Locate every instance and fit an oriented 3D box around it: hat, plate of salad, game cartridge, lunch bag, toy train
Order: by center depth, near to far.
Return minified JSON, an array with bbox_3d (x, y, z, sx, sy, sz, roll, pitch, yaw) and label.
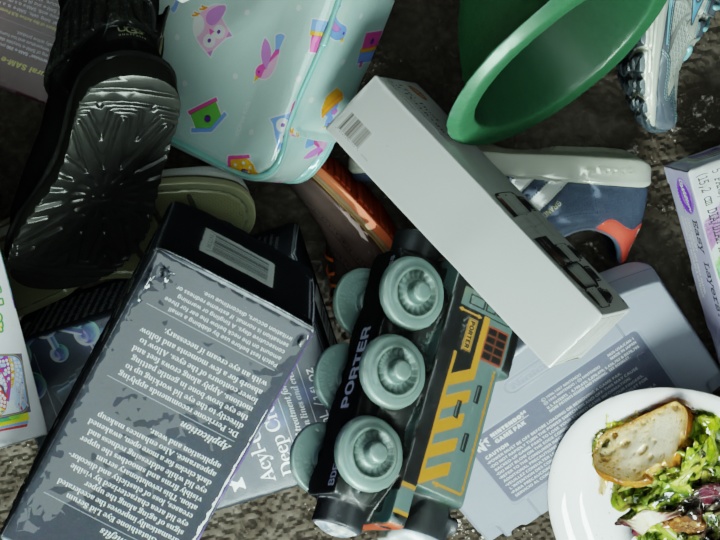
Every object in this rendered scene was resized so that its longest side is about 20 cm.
[{"bbox_3d":[0.078,-0.195,1.202,0.166,0.200,0.176,-45,73,25],"label":"hat"},{"bbox_3d":[0.032,0.077,1.227,0.114,0.085,0.201,25,69,-25],"label":"toy train"},{"bbox_3d":[-0.069,-0.167,1.248,0.160,0.077,0.200,25,99,26],"label":"lunch bag"},{"bbox_3d":[0.212,0.170,1.289,0.200,0.048,0.201,12,119,22],"label":"plate of salad"},{"bbox_3d":[0.133,0.085,1.321,0.200,0.041,0.133,-34,128,5],"label":"game cartridge"}]

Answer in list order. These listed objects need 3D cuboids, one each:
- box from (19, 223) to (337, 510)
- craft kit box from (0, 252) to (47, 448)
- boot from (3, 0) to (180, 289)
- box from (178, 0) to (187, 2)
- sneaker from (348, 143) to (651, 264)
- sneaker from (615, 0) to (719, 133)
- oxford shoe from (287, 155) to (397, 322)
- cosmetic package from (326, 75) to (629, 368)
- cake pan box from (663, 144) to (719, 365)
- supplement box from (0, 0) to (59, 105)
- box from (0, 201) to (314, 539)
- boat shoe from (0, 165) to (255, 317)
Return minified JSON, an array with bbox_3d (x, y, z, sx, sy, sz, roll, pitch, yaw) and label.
[{"bbox_3d":[-0.113,0.075,1.304,0.199,0.107,0.149,-18,102,4],"label":"box"},{"bbox_3d":[-0.262,0.011,1.230,0.048,0.200,0.198,-13,93,-24],"label":"craft kit box"},{"bbox_3d":[-0.165,-0.104,1.198,0.079,0.158,0.211,7,137,-27],"label":"boot"},{"bbox_3d":[-0.123,-0.272,1.138,0.200,0.109,0.128,41,54,16],"label":"box"},{"bbox_3d":[0.090,-0.041,1.299,0.199,0.075,0.085,5,101,-1],"label":"sneaker"},{"bbox_3d":[0.213,-0.186,1.270,0.086,0.078,0.201,2,103,-6],"label":"sneaker"},{"bbox_3d":[0.000,0.000,1.309,0.072,0.071,0.200,-36,101,10],"label":"oxford shoe"},{"bbox_3d":[0.073,-0.032,1.202,0.051,0.083,0.200,-45,78,13],"label":"cosmetic package"},{"bbox_3d":[0.313,-0.013,1.305,0.184,0.052,0.201,-19,101,-10],"label":"cake pan box"},{"bbox_3d":[-0.204,-0.215,1.264,0.109,0.061,0.200,21,100,-5],"label":"supplement box"},{"bbox_3d":[-0.117,0.078,1.175,0.104,0.148,0.200,27,101,-7],"label":"box"},{"bbox_3d":[-0.165,-0.032,1.287,0.199,0.068,0.075,-15,124,8],"label":"boat shoe"}]
